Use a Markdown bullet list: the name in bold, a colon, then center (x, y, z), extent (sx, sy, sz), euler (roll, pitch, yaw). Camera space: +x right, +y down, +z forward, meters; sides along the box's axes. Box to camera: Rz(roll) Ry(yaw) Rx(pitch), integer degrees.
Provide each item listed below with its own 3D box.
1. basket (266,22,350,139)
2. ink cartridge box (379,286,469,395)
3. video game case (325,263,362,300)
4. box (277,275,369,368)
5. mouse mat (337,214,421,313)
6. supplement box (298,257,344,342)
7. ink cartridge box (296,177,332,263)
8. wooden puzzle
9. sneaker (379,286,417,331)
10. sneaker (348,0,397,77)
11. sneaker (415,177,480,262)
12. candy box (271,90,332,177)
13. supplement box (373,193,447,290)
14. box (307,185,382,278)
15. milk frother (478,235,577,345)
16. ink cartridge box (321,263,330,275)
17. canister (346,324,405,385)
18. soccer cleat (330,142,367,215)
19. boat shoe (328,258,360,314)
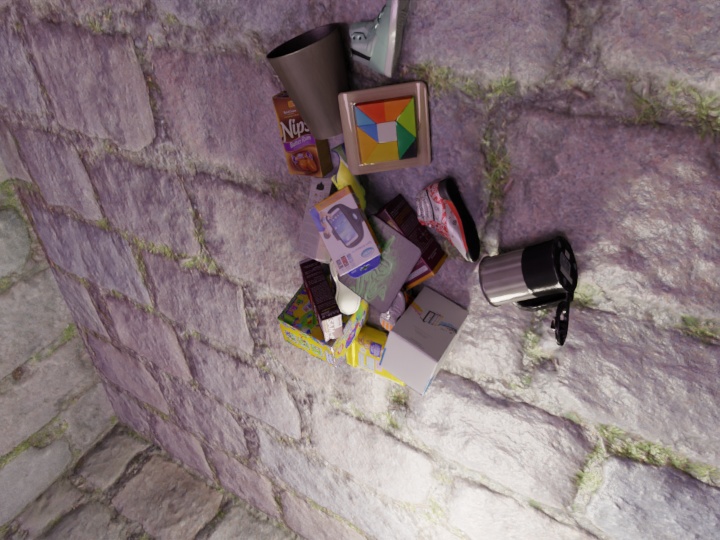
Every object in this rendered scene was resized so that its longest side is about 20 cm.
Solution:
- **basket**: center (-0.093, -0.412, 1.214), extent (0.136, 0.176, 0.204), euler (50, 165, 55)
- **ink cartridge box**: center (0.166, 0.178, 1.411), extent (0.142, 0.200, 0.150), euler (30, 136, 17)
- **video game case**: center (0.000, 0.000, 1.429), extent (0.144, 0.019, 0.199), euler (51, 142, -7)
- **box**: center (-0.102, 0.134, 1.568), extent (0.188, 0.202, 0.124), euler (23, 148, 22)
- **mouse mat**: center (0.043, -0.013, 1.328), extent (0.159, 0.008, 0.203), euler (34, 117, 9)
- **supplement box**: center (-0.106, 0.075, 1.464), extent (0.110, 0.059, 0.203), euler (86, 162, -53)
- **ink cartridge box**: center (-0.104, -0.134, 1.410), extent (0.160, 0.049, 0.207), euler (22, 99, 64)
- **wooden puzzle**: center (0.056, -0.308, 1.199), extent (0.193, 0.038, 0.190), euler (-5, 123, 7)
- **sneaker**: center (0.103, 0.072, 1.437), extent (0.077, 0.113, 0.202), euler (34, 152, 13)
- **sneaker**: center (0.030, -0.503, 1.094), extent (0.115, 0.074, 0.204), euler (23, 135, 13)
- **sneaker**: center (0.201, -0.108, 1.270), extent (0.106, 0.067, 0.206), euler (-13, 109, 43)
- **candy box**: center (-0.145, -0.343, 1.369), extent (0.114, 0.056, 0.205), euler (11, 126, 32)
- **supplement box**: center (0.108, -0.069, 1.354), extent (0.202, 0.086, 0.109), euler (51, 137, -7)
- **box**: center (-0.031, -0.085, 1.301), extent (0.117, 0.041, 0.205), euler (-27, 90, 16)
- **milk frother**: center (0.362, 0.056, 1.170), extent (0.185, 0.201, 0.183), euler (-17, 115, 44)
- **ink cartridge box**: center (-0.049, -0.063, 1.494), extent (0.196, 0.067, 0.118), euler (-11, 115, 42)
- **canister**: center (0.059, 0.250, 1.632), extent (0.195, 0.087, 0.152), euler (18, 131, 24)
- **soccer cleat**: center (-0.030, -0.208, 1.333), extent (0.081, 0.065, 0.207), euler (-10, 104, -7)
- **boat shoe**: center (-0.046, 0.027, 1.434), extent (0.072, 0.061, 0.204), euler (-16, 128, 1)
